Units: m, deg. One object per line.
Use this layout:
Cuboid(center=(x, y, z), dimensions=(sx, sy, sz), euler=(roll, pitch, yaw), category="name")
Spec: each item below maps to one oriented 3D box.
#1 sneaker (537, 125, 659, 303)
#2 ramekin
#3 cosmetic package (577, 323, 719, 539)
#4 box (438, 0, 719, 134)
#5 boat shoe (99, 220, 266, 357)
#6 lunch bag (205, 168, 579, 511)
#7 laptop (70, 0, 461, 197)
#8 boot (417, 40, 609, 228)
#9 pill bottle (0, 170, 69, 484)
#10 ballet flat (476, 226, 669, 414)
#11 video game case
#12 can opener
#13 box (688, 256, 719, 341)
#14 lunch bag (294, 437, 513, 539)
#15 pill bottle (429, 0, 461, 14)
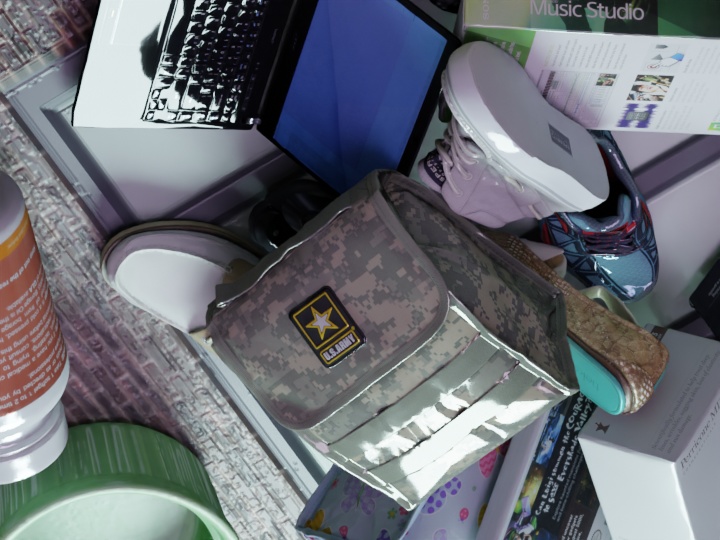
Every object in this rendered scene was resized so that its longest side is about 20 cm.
Cuboid(center=(0.157, -0.041, 1.562), dimensions=(0.079, 0.096, 0.200), euler=(-25, 125, 6), category="sneaker")
Cuboid(center=(-0.185, 0.207, 1.633), dimensions=(0.199, 0.098, 0.201), euler=(-7, 124, -10), category="ramekin")
Cuboid(center=(0.230, 0.146, 1.613), dimensions=(0.113, 0.081, 0.200), euler=(-56, 145, -27), category="cosmetic package")
Cuboid(center=(0.154, -0.132, 1.426), dimensions=(0.199, 0.037, 0.144), euler=(1, 160, -5), category="box")
Cuboid(center=(-0.083, 0.025, 1.559), dimensions=(0.199, 0.068, 0.075), euler=(18, 116, -24), category="boat shoe")
Cuboid(center=(0.018, 0.040, 1.471), dimensions=(0.200, 0.118, 0.164), euler=(36, 121, -29), category="lunch bag")
Cuboid(center=(-0.065, -0.118, 1.421), dimensions=(0.199, 0.104, 0.178), euler=(0, 139, -21), category="laptop")
Cuboid(center=(0.076, -0.074, 1.417), dimensions=(0.095, 0.074, 0.200), euler=(-19, 151, 23), category="boot")
Cuboid(center=(-0.256, 0.040, 1.496), dimensions=(0.112, 0.112, 0.201), euler=(-14, 124, -5), category="pill bottle")
Cuboid(center=(0.134, 0.023, 1.570), dimensions=(0.065, 0.200, 0.071), euler=(-34, 153, -28), category="ballet flat")
Cuboid(center=(0.167, 0.146, 1.643), dimensions=(0.182, 0.023, 0.201), euler=(32, 76, -46), category="video game case")
Cuboid(center=(0.000, 0.000, 1.571), dimensions=(0.063, 0.079, 0.200), euler=(-45, 132, 10), category="can opener")
Cuboid(center=(0.358, 0.013, 1.594), dimensions=(0.104, 0.182, 0.200), euler=(21, 116, -31), category="box")
Cuboid(center=(0.075, 0.162, 1.655), dimensions=(0.200, 0.127, 0.170), euler=(-55, 129, -15), category="lunch bag")
Cuboid(center=(0.103, -0.210, 1.427), dimensions=(0.199, 0.112, 0.112), euler=(9, 120, -20), category="pill bottle")
